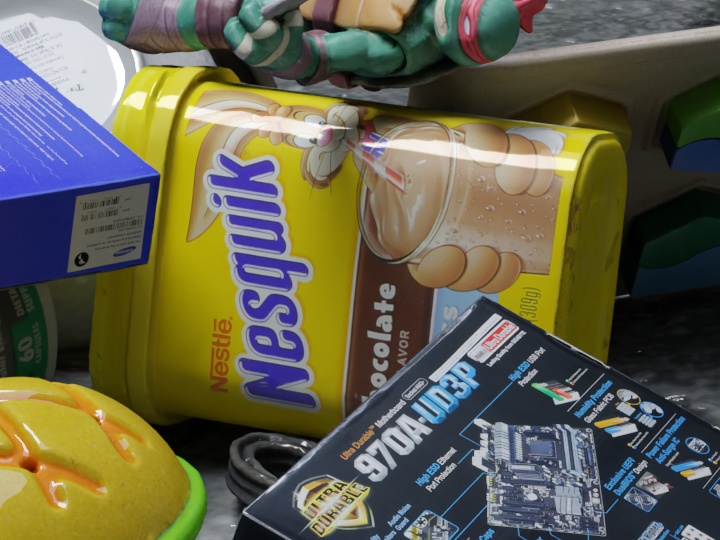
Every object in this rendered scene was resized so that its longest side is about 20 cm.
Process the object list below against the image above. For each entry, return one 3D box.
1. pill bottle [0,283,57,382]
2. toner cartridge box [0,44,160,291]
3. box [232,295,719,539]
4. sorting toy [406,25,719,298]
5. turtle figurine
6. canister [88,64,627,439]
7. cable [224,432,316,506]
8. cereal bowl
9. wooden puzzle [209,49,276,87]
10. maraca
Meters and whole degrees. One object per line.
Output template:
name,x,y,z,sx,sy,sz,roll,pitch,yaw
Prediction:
pill bottle,-0.220,0.047,1.165,0.113,0.114,0.200,10,25,30
toner cartridge box,-0.174,-0.058,1.209,0.095,0.043,0.200,-9,32,-35
box,0.063,0.097,1.019,0.158,0.046,0.200,29,31,13
sorting toy,0.114,-0.036,1.289,0.199,0.186,0.037,-4,56,-10
turtle figurine,-0.004,-0.117,1.178,0.199,0.101,0.150,11,48,38
canister,0.000,0.000,1.210,0.199,0.150,0.086,8,6,20
cable,-0.004,0.094,1.102,0.096,0.051,0.200,-1,22,-4
cereal bowl,-0.149,-0.066,1.350,0.199,0.083,0.201,5,59,-9
wooden puzzle,-0.150,-0.110,1.567,0.199,0.047,0.185,3,-8,4
maraca,-0.133,0.101,1.020,0.136,0.108,0.200,-1,20,28
